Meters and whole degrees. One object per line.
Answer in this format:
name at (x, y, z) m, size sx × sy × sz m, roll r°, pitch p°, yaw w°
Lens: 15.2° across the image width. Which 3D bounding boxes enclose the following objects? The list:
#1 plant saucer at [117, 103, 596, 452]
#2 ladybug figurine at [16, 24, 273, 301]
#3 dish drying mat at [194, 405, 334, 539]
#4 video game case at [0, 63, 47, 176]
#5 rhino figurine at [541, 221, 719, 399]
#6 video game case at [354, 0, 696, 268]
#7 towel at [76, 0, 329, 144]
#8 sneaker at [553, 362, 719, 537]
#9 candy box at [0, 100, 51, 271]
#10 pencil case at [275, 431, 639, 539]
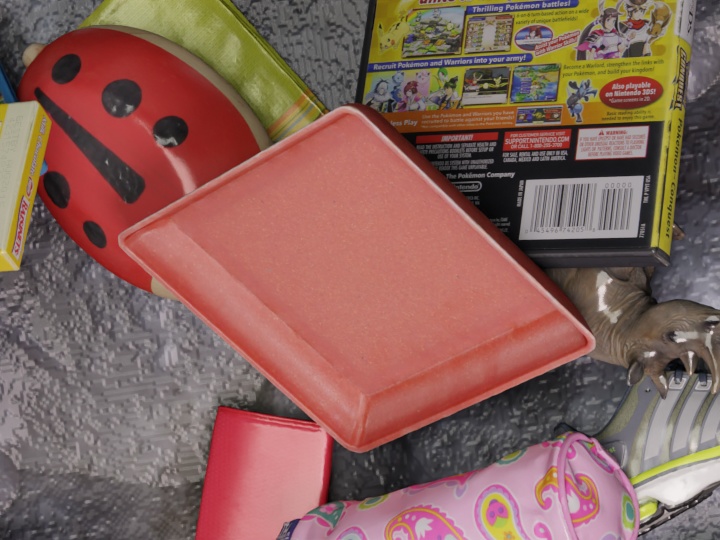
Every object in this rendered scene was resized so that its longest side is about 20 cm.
plant saucer at (0.000, 0.000, 1.479) m, size 0.200 × 0.037 × 0.199 m, roll 42°, pitch 135°, yaw -22°
ladybug figurine at (-0.130, -0.062, 1.569) m, size 0.200 × 0.072 × 0.136 m, roll 40°, pitch 108°, yaw 15°
dish drying mat at (-0.063, 0.183, 1.580) m, size 0.076 × 0.018 × 0.201 m, roll 8°, pitch 90°, yaw 13°
video game case at (-0.277, -0.095, 1.586) m, size 0.143 × 0.018 × 0.200 m, roll -30°, pitch 53°, yaw 2°
rhino figurine at (0.138, 0.001, 1.494) m, size 0.087 × 0.060 × 0.200 m, roll -46°, pitch 57°, yaw 10°
video game case at (0.087, -0.089, 1.504) m, size 0.199 × 0.025 × 0.182 m, roll -1°, pitch 72°, yaw 29°
towel at (-0.079, -0.097, 1.595) m, size 0.086 × 0.018 × 0.200 m, roll -43°, pitch 79°, yaw 7°
sneaker at (0.193, 0.078, 1.498) m, size 0.199 × 0.074 × 0.081 m, roll -30°, pitch 78°, yaw 9°
candy box at (-0.276, -0.040, 1.524) m, size 0.199 × 0.026 × 0.103 m, roll -4°, pitch 55°, yaw 20°
pencil case at (0.053, 0.147, 1.491) m, size 0.199 × 0.087 × 0.088 m, roll -19°, pitch 83°, yaw 35°
